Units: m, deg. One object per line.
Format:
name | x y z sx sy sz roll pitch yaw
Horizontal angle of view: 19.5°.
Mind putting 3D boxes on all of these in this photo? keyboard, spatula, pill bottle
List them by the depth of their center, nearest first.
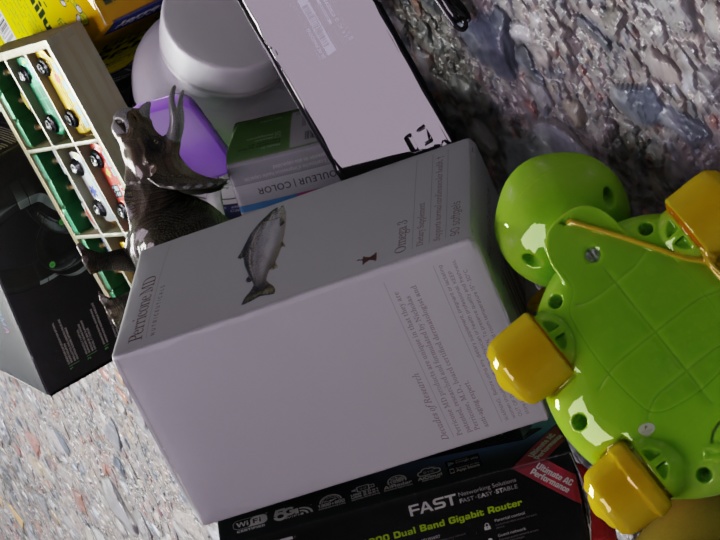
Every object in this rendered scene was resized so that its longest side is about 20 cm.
keyboard | -0.002 -0.146 1.132 0.127 0.021 0.201 -28 93 32
spatula | -0.079 -0.018 1.257 0.056 0.021 0.201 -10 115 34
pill bottle | -0.089 -0.097 1.300 0.111 0.111 0.200 50 153 20

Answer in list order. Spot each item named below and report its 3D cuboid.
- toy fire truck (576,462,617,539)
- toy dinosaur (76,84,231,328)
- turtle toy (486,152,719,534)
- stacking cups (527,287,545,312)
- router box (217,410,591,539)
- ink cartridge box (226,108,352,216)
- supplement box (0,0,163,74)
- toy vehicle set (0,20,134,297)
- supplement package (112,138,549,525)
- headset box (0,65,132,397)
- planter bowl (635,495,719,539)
toy fire truck | 0.048 0.133 1.257 0.049 0.199 0.142 75 -174 -50
toy dinosaur | -0.096 0.003 1.213 0.200 0.102 0.077 59 179 -34
turtle toy | 0.136 0.024 1.000 0.200 0.146 0.101 53 -175 15
stacking cups | 0.160 0.090 1.098 0.201 0.060 0.060 61 155 -5
router box | 0.017 0.114 1.172 0.150 0.199 0.062 -108 3 -65
ink cartridge box | 0.000 0.000 1.235 0.059 0.103 0.201 -87 -18 -61
supplement box | -0.170 -0.194 1.349 0.110 0.109 0.200 60 156 0
toy vehicle set | -0.162 -0.056 1.313 0.124 0.026 0.201 -3 118 60
supplement package | -0.013 0.032 1.112 0.117 0.199 0.118 -86 -25 -60
headset box | -0.196 -0.033 1.468 0.093 0.200 0.175 18 133 55
planter bowl | 0.195 0.155 1.024 0.199 0.084 0.201 7 154 4
